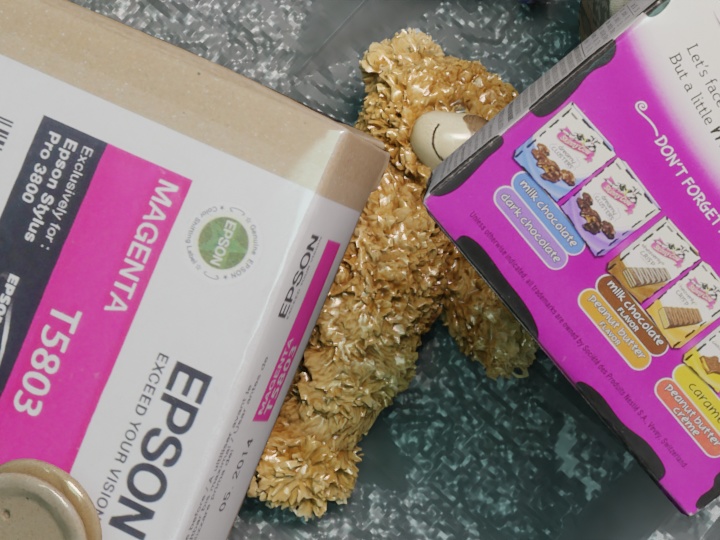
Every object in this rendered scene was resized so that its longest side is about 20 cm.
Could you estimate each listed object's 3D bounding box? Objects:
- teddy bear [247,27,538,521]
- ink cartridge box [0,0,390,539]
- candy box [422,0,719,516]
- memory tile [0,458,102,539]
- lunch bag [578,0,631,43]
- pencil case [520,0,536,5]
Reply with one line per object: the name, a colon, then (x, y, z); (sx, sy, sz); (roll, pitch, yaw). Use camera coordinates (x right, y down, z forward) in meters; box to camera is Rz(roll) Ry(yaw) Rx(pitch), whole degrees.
teddy bear: (0.000, 0.000, 0.788); (0.200, 0.067, 0.145); (-36, 81, -6)
ink cartridge box: (-0.105, 0.011, 0.738); (0.164, 0.075, 0.201); (23, 91, 12)
candy box: (0.137, -0.039, 0.629); (0.200, 0.061, 0.137); (-39, 97, 12)
memory tile: (-0.121, 0.174, 0.713); (0.153, 0.017, 0.201); (-23, 98, 25)
lunch bag: (0.166, -0.106, 0.741); (0.163, 0.200, 0.118); (3, 78, 3)
pencil case: (0.057, -0.217, 0.829); (0.086, 0.078, 0.201); (-1, 76, 31)
